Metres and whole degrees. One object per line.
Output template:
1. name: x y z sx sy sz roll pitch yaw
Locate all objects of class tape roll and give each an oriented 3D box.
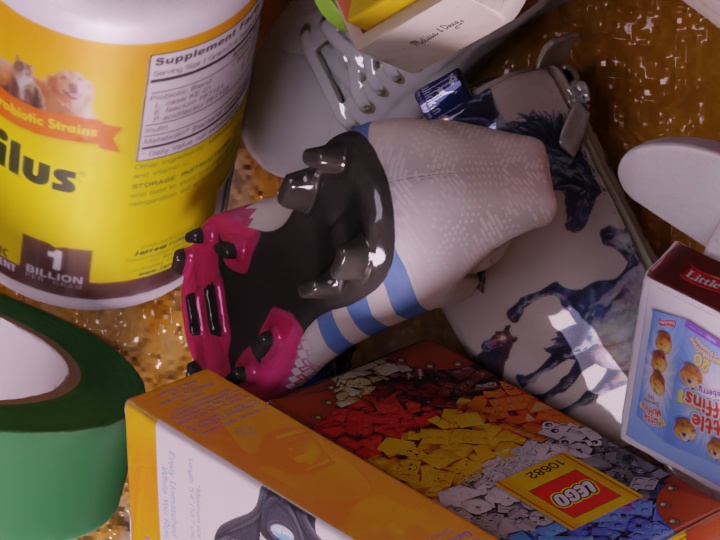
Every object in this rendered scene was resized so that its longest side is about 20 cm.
1. tape roll: -0.182 0.045 1.036 0.199 0.200 0.049 22 104 27

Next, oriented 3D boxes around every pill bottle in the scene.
1. pill bottle: -0.091 -0.086 0.981 0.109 0.109 0.201 39 143 22

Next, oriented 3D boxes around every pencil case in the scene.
1. pencil case: 0.082 0.022 0.951 0.089 0.078 0.201 -41 73 42

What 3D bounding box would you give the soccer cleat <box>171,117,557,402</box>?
1. soccer cleat: 0.000 0.000 0.925 0.200 0.086 0.070 149 113 -65

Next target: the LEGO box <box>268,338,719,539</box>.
1. LEGO box: 0.043 0.147 0.930 0.149 0.077 0.201 28 128 43

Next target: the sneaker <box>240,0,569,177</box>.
1. sneaker: 0.017 -0.098 0.977 0.200 0.084 0.073 -36 78 29

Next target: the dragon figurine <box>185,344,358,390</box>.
1. dragon figurine: -0.001 0.068 1.014 0.099 0.059 0.202 -14 85 31

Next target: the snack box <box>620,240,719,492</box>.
1. snack box: 0.170 0.065 0.835 0.199 0.024 0.072 28 137 25

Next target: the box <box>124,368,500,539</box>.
1. box: 0.000 0.123 0.876 0.199 0.041 0.120 26 126 41

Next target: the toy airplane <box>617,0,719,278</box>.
1. toy airplane: 0.160 -0.081 0.849 0.198 0.141 0.201 -8 118 51

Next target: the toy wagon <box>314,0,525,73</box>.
1. toy wagon: 0.040 -0.164 0.874 0.155 0.039 0.202 -23 53 59
